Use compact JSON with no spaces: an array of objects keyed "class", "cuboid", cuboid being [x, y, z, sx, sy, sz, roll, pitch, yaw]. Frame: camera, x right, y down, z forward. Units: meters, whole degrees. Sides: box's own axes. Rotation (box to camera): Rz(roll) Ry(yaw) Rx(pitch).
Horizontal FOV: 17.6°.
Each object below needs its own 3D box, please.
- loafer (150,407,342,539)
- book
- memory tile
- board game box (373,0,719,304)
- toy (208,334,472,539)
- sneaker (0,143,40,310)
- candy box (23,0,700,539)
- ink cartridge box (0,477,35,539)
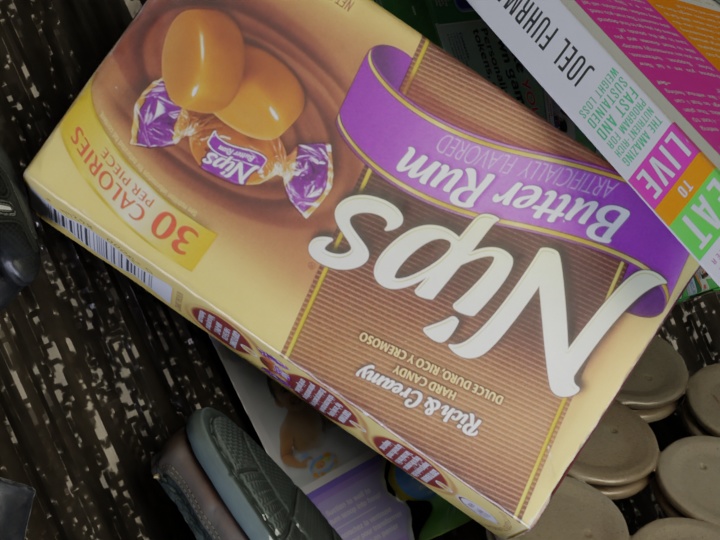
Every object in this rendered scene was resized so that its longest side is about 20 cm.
[{"class":"loafer","cuboid":[-0.013,0.140,0.780,0.063,0.072,0.200,-36,99,10]},{"class":"book","cuboid":[0.109,-0.061,0.786,0.133,0.048,0.200,10,34,-47]},{"class":"memory tile","cuboid":[0.152,0.089,0.831,0.199,0.017,0.154,19,36,8]},{"class":"board game box","cuboid":[0.062,-0.074,0.868,0.134,0.029,0.201,-13,84,-53]},{"class":"toy","cuboid":[0.000,0.000,0.829,0.115,0.047,0.201,-26,93,-34]},{"class":"sneaker","cuboid":[-0.167,0.004,0.693,0.200,0.066,0.091,-28,87,-49]},{"class":"candy box","cuboid":[0.002,-0.015,0.770,0.199,0.056,0.117,35,79,2]},{"class":"ink cartridge box","cuboid":[-0.201,0.086,0.694,0.199,0.039,0.100,19,70,-26]}]
